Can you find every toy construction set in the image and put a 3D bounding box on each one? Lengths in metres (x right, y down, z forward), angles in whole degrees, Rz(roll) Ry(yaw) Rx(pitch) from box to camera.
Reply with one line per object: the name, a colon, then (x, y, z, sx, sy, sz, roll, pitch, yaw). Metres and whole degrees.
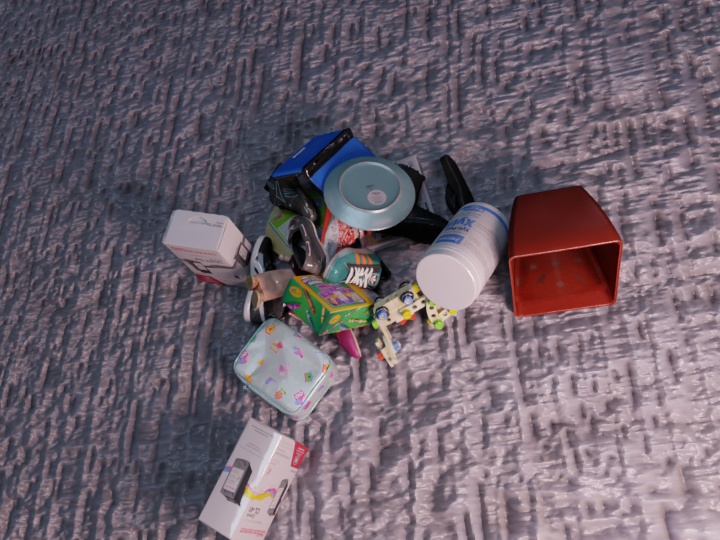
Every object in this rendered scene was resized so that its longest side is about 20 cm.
toy construction set: (0.100, 0.097, 1.294, 0.199, 0.132, 0.092, -39, 30, 2)

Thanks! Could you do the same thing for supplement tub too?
supplement tub: (0.206, -0.032, 1.247, 0.130, 0.134, 0.200, 20, 43, 22)

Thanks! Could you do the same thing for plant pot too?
plant pot: (0.383, -0.048, 1.240, 0.196, 0.201, 0.178, -8, 52, 12)

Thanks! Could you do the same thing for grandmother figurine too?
grandmother figurine: (-0.147, 0.019, 1.375, 0.197, 0.060, 0.123, -11, 81, -32)

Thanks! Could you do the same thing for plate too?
plate: (0.020, -0.173, 1.348, 0.196, 0.026, 0.203, 2, 57, -2)

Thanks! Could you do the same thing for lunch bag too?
lunch bag: (-0.161, 0.208, 1.329, 0.198, 0.077, 0.161, 30, 78, 25)

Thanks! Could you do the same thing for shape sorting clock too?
shape sorting clock: (-0.128, -0.111, 1.487, 0.196, 0.039, 0.203, -7, 60, 11)

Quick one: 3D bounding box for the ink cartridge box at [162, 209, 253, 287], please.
ink cartridge box: (-0.327, -0.044, 1.421, 0.143, 0.200, 0.085, 8, 67, 19)

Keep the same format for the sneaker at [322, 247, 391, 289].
sneaker: (0.000, 0.000, 1.322, 0.079, 0.199, 0.072, 35, 113, 21)

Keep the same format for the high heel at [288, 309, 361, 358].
high heel: (-0.076, 0.127, 1.343, 0.095, 0.068, 0.201, -29, 56, -10)

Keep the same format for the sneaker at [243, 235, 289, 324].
sneaker: (-0.190, 0.024, 1.427, 0.110, 0.073, 0.204, 4, 79, 13)

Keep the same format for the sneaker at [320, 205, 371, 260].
sneaker: (-0.030, -0.077, 1.388, 0.106, 0.068, 0.204, 5, 59, 2)

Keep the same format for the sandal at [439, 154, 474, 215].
sandal: (0.214, -0.168, 1.411, 0.048, 0.075, 0.203, -34, 51, 26)

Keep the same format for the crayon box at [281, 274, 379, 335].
crayon box: (-0.052, 0.062, 1.299, 0.118, 0.199, 0.059, 39, 114, 27)

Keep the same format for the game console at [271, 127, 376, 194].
game console: (-0.073, -0.227, 1.459, 0.169, 0.120, 0.200, -3, 34, 39)

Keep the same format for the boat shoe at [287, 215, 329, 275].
boat shoe: (-0.124, -0.060, 1.338, 0.201, 0.056, 0.068, 54, 130, 48)

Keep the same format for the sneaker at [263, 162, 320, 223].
sneaker: (-0.159, -0.164, 1.471, 0.079, 0.075, 0.201, -41, 52, 6)

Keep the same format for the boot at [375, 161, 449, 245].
boot: (0.115, -0.148, 1.395, 0.195, 0.074, 0.164, 10, 56, 3)

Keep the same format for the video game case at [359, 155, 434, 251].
video game case: (0.069, -0.154, 1.463, 0.179, 0.024, 0.203, -18, 63, 7)

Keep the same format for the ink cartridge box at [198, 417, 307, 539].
ink cartridge box: (-0.199, 0.402, 1.211, 0.085, 0.148, 0.202, 18, 73, 23)
